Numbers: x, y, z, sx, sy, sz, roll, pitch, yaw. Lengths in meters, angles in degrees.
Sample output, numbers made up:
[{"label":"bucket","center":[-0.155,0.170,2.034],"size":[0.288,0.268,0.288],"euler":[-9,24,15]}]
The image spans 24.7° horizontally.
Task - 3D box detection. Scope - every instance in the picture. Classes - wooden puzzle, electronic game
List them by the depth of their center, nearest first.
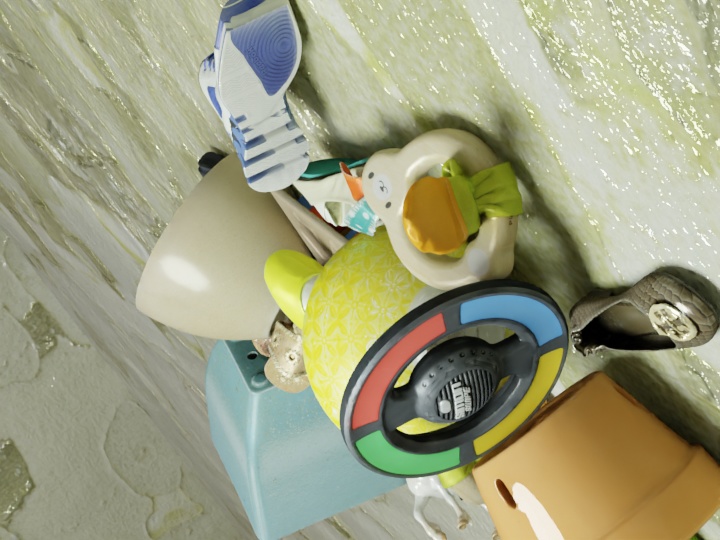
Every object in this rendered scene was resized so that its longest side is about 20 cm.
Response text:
[{"label":"electronic game","center":[0.075,0.087,1.284],"size":[0.042,0.199,0.201],"euler":[56,174,41]},{"label":"wooden puzzle","center":[0.000,0.000,1.641],"size":[0.200,0.046,0.186],"euler":[45,171,50]}]

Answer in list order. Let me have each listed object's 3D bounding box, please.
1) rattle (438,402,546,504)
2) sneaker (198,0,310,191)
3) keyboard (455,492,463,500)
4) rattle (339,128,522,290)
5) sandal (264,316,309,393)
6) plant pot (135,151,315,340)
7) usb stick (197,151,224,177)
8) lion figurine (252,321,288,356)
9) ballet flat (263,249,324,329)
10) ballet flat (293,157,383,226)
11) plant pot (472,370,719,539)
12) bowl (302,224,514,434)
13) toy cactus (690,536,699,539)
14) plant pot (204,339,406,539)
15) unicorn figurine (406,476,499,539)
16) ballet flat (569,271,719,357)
[{"label":"rattle","center":[0.148,0.157,1.673],"size":[0.131,0.143,0.199],"euler":[52,-164,30]},{"label":"sneaker","center":[-0.105,-0.173,1.436],"size":[0.115,0.080,0.200],"euler":[54,160,37]},{"label":"keyboard","center":[0.061,0.142,1.728],"size":[0.201,0.020,0.127],"euler":[53,-165,-18]},{"label":"rattle","center":[0.016,-0.043,1.275],"size":[0.199,0.142,0.131],"euler":[19,129,37]},{"label":"sandal","center":[-0.063,0.089,1.693],"size":[0.077,0.070,0.212],"euler":[30,146,0]},{"label":"plant pot","center":[-0.125,-0.005,1.730],"size":[0.134,0.201,0.201],"euler":[33,162,9]},{"label":"usb stick","center":[-0.126,-0.054,1.884],"size":[0.055,0.033,0.201],"euler":[30,157,48]},{"label":"lion figurine","center":[-0.019,0.094,1.797],"size":[0.200,0.122,0.073],"euler":[43,164,11]},{"label":"ballet flat","center":[-0.012,0.055,1.593],"size":[0.200,0.067,0.067],"euler":[51,153,-15]},{"label":"ballet flat","center":[-0.009,-0.068,1.464],"size":[0.070,0.069,0.200],"euler":[51,164,-15]},{"label":"plant pot","center":[0.185,0.179,1.354],"size":[0.140,0.199,0.200],"euler":[52,165,4]},{"label":"bowl","center":[0.061,0.055,1.376],"size":[0.201,0.200,0.107],"euler":[50,156,-14]},{"label":"toy cactus","center":[0.254,0.258,1.571],"size":[0.200,0.102,0.165],"euler":[43,176,-18]},{"label":"plant pot","center":[-0.075,0.155,1.926],"size":[0.197,0.194,0.201],"euler":[-123,17,-46]},{"label":"unicorn figurine","center":[0.093,0.229,1.809],"size":[0.199,0.074,0.138],"euler":[20,-145,-51]},{"label":"ballet flat","center":[0.204,0.040,1.227],"size":[0.068,0.046,0.200],"euler":[50,164,-9]}]
